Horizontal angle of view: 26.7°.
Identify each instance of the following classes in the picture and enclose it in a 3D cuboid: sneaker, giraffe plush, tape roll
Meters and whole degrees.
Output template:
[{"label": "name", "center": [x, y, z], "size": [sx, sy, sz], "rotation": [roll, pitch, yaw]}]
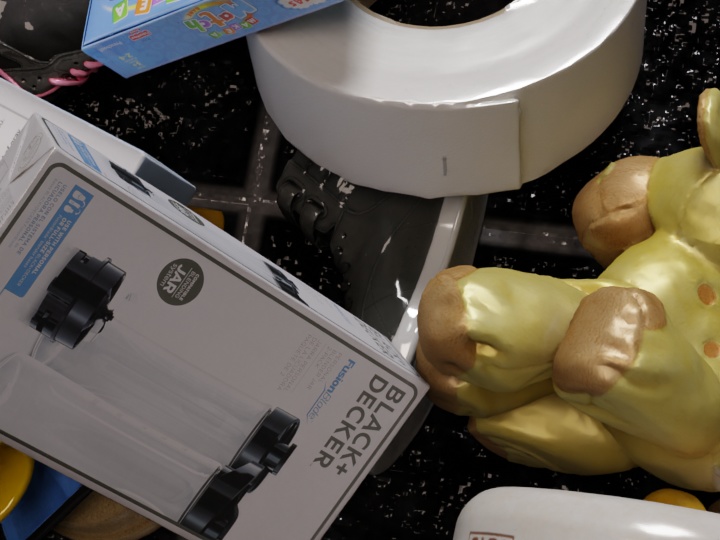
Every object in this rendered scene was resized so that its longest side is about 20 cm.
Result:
[{"label": "sneaker", "center": [0.000, 0.000, 0.765], "size": [0.099, 0.071, 0.200], "rotation": [11, 74, 16]}, {"label": "sneaker", "center": [-0.157, -0.132, 0.834], "size": [0.200, 0.079, 0.095], "rotation": [8, 100, 14]}, {"label": "giraffe plush", "center": [0.140, 0.008, 0.693], "size": [0.200, 0.173, 0.162], "rotation": [18, 71, 11]}, {"label": "tape roll", "center": [0.041, -0.134, 0.749], "size": [0.202, 0.071, 0.202], "rotation": [-3, 55, 4]}]

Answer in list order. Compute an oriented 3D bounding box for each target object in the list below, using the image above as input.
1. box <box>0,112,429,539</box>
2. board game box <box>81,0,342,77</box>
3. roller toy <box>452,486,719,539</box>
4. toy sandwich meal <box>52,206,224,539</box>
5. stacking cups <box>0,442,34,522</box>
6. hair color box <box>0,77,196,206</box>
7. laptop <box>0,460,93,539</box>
[{"label": "box", "center": [-0.083, 0.037, 0.644], "size": [0.200, 0.060, 0.117], "rotation": [35, 93, -27]}, {"label": "board game box", "center": [-0.056, -0.203, 0.728], "size": [0.151, 0.037, 0.200], "rotation": [-13, 60, 35]}, {"label": "roller toy", "center": [0.122, 0.161, 0.635], "size": [0.182, 0.200, 0.140], "rotation": [6, 78, 19]}, {"label": "toy sandwich meal", "center": [-0.119, 0.044, 0.773], "size": [0.205, 0.070, 0.205], "rotation": [1, 92, 37]}, {"label": "stacking cups", "center": [-0.243, 0.049, 0.724], "size": [0.200, 0.061, 0.061], "rotation": [35, 86, 25]}, {"label": "hair color box", "center": [-0.189, -0.044, 0.721], "size": [0.200, 0.061, 0.099], "rotation": [27, 87, 22]}, {"label": "laptop", "center": [-0.242, 0.073, 0.758], "size": [0.200, 0.103, 0.177], "rotation": [-21, 69, -9]}]
